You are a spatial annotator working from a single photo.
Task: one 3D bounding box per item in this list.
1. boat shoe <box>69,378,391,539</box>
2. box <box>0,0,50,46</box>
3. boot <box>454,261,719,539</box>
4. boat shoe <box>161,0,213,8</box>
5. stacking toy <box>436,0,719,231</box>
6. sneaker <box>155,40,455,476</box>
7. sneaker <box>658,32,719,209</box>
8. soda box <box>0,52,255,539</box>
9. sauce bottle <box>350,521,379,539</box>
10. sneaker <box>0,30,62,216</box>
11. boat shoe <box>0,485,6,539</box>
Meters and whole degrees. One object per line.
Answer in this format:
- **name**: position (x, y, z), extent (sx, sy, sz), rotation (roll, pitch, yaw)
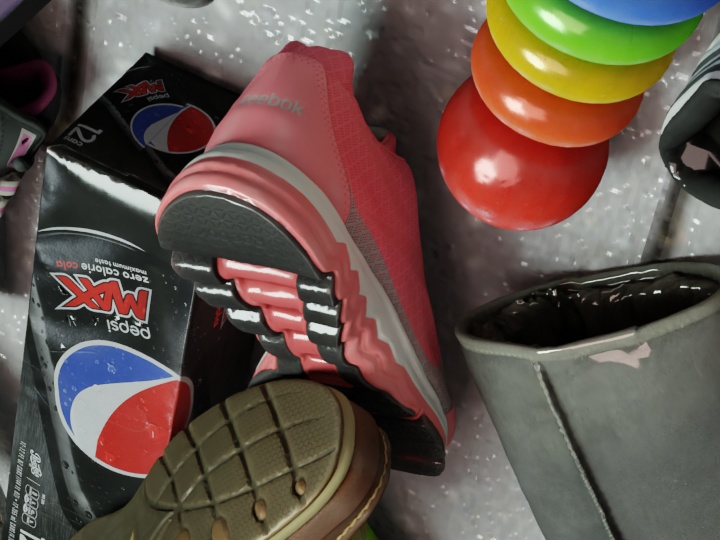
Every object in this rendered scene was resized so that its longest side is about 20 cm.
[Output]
- **boat shoe**: position (-0.046, 0.101, 0.930), extent (0.068, 0.072, 0.200), rotation (25, 137, -25)
- **box**: position (-0.122, -0.146, 0.781), extent (0.200, 0.079, 0.141), rotation (-42, 93, 4)
- **boot**: position (0.077, 0.102, 0.923), extent (0.182, 0.073, 0.200), rotation (-18, 120, 22)
- **boat shoe**: position (-0.123, -0.145, 0.862), extent (0.200, 0.072, 0.071), rotation (32, 130, 5)
- **stacking toy**: position (0.072, -0.083, 0.790), extent (0.085, 0.085, 0.200), rotation (31, 140, 9)
- **sneaker**: position (0.000, 0.000, 0.901), extent (0.074, 0.087, 0.200), rotation (13, 153, 22)
- **sneaker**: position (0.166, -0.058, 0.715), extent (0.200, 0.115, 0.076), rotation (-21, 110, 41)
- **soda box**: position (-0.078, 0.026, 0.966), extent (0.063, 0.071, 0.200), rotation (24, 133, 14)
- **sauce bottle**: position (0.010, 0.166, 1.023), extent (0.065, 0.065, 0.200), rotation (-14, 115, 39)
- **sneaker**: position (-0.145, -0.042, 0.956), extent (0.086, 0.080, 0.200), rotation (-9, 141, -2)
- **boat shoe**: position (-0.195, 0.045, 1.058), extent (0.074, 0.067, 0.200), rotation (-25, 85, 39)
